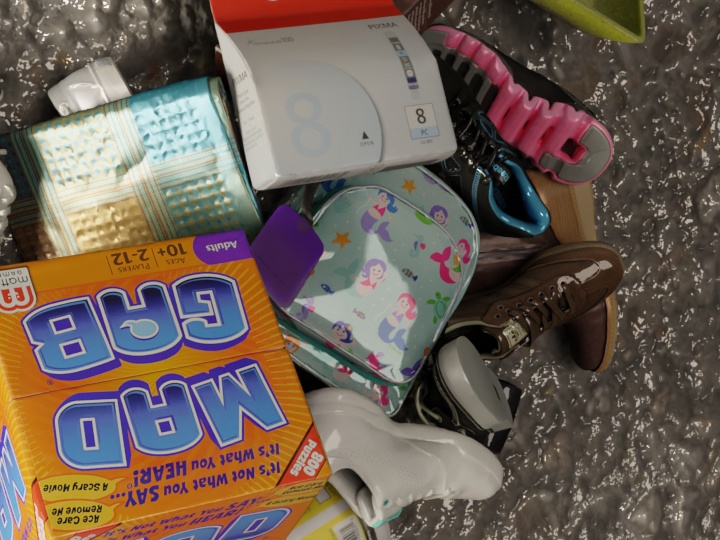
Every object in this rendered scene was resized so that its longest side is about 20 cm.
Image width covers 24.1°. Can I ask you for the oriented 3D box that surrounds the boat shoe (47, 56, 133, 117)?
[{"bbox_3d":[-0.180,-0.064,1.312,0.068,0.072,0.200,-25,113,-2],"label":"boat shoe"}]

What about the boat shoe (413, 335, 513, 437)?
[{"bbox_3d":[0.079,0.107,1.365,0.064,0.200,0.071,-22,71,7],"label":"boat shoe"}]

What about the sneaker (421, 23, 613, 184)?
[{"bbox_3d":[0.131,-0.154,1.474,0.200,0.095,0.079,34,118,-9],"label":"sneaker"}]

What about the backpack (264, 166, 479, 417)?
[{"bbox_3d":[0.000,0.000,1.367,0.177,0.151,0.200,35,70,-11],"label":"backpack"}]

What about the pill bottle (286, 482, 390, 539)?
[{"bbox_3d":[-0.085,0.231,1.359,0.200,0.112,0.113,-29,107,-23],"label":"pill bottle"}]

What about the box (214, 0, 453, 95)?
[{"bbox_3d":[-0.015,-0.202,1.361,0.100,0.075,0.200,37,71,12],"label":"box"}]

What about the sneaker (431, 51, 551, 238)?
[{"bbox_3d":[0.090,-0.105,1.375,0.073,0.082,0.200,-47,119,-10],"label":"sneaker"}]

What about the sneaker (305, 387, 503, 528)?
[{"bbox_3d":[0.029,0.164,1.331,0.200,0.075,0.089,23,57,-32],"label":"sneaker"}]

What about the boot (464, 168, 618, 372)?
[{"bbox_3d":[0.136,0.012,1.500,0.166,0.072,0.200,-15,105,-13],"label":"boot"}]

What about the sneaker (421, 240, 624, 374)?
[{"bbox_3d":[0.136,0.043,1.436,0.200,0.076,0.071,-23,120,9],"label":"sneaker"}]

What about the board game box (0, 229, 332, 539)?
[{"bbox_3d":[-0.168,0.117,1.209,0.199,0.200,0.200,-10,64,-25],"label":"board game box"}]

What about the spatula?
[{"bbox_3d":[-0.036,-0.062,1.281,0.057,0.021,0.200,48,45,-29],"label":"spatula"}]

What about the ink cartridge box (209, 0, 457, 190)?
[{"bbox_3d":[-0.024,-0.169,1.264,0.160,0.047,0.200,-11,86,-29],"label":"ink cartridge box"}]

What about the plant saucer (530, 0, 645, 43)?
[{"bbox_3d":[0.152,-0.297,1.441,0.199,0.048,0.200,26,49,-28],"label":"plant saucer"}]

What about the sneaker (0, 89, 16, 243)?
[{"bbox_3d":[-0.290,-0.038,1.242,0.080,0.076,0.200,-9,99,-22],"label":"sneaker"}]

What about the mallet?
[{"bbox_3d":[0.047,0.114,1.467,0.200,0.041,0.066,12,91,-24],"label":"mallet"}]

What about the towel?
[{"bbox_3d":[-0.175,-0.056,1.270,0.200,0.022,0.147,-13,104,17],"label":"towel"}]
